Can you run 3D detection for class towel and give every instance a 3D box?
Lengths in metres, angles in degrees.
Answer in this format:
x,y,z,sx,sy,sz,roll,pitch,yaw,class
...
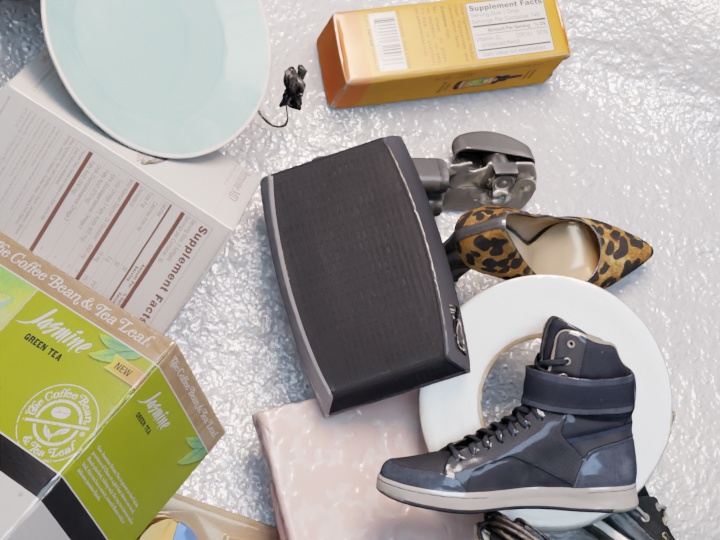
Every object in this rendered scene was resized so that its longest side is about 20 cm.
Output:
x,y,z,sx,sy,sz,roll,pitch,yaw,class
0.023,0.183,1.606,0.199,0.032,0.192,-10,80,-28,towel

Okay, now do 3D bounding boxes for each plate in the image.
x,y,z,sx,sy,sz,roll,pitch,yaw,class
-0.156,-0.179,1.537,0.199,0.026,0.202,11,71,-35,plate

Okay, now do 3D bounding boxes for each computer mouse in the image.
x,y,z,sx,sy,sz,roll,pitch,yaw,class
0.168,0.255,1.574,0.138,0.200,0.053,23,77,31,computer mouse

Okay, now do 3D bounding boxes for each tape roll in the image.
x,y,z,sx,sy,sz,roll,pitch,yaw,class
0.145,0.103,1.599,0.201,0.037,0.204,0,87,0,tape roll

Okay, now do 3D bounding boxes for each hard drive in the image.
x,y,z,sx,sy,sz,roll,pitch,yaw,class
0.000,0.000,1.586,0.134,0.042,0.201,-17,74,5,hard drive

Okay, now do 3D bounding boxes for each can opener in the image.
x,y,z,sx,sy,sz,roll,pitch,yaw,class
0.050,-0.080,1.686,0.199,0.054,0.067,1,46,-14,can opener

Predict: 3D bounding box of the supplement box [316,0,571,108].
x,y,z,sx,sy,sz,roll,pitch,yaw,class
0.069,-0.185,1.696,0.199,0.067,0.069,-6,77,-16,supplement box

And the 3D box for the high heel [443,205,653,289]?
x,y,z,sx,sy,sz,roll,pitch,yaw,class
0.163,-0.020,1.644,0.199,0.143,0.072,-3,78,-15,high heel

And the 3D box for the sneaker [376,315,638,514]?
x,y,z,sx,sy,sz,roll,pitch,yaw,class
0.112,0.107,1.536,0.201,0.077,0.147,0,99,-9,sneaker

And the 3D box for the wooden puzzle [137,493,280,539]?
x,y,z,sx,sy,sz,roll,pitch,yaw,class
-0.129,0.270,1.557,0.199,0.046,0.186,19,74,-10,wooden puzzle

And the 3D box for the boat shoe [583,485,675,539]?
x,y,z,sx,sy,sz,roll,pitch,yaw,class
0.213,0.197,1.647,0.199,0.076,0.061,34,78,-6,boat shoe

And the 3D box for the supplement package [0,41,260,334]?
x,y,z,sx,sy,sz,roll,pitch,yaw,class
-0.195,-0.062,1.552,0.199,0.117,0.118,33,113,-6,supplement package

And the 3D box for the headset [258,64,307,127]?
x,y,z,sx,sy,sz,roll,pitch,yaw,class
-0.143,-0.152,1.619,0.199,0.094,0.124,9,76,-4,headset

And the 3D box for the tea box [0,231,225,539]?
x,y,z,sx,sy,sz,roll,pitch,yaw,class
-0.243,0.112,1.472,0.199,0.134,0.197,28,67,30,tea box
